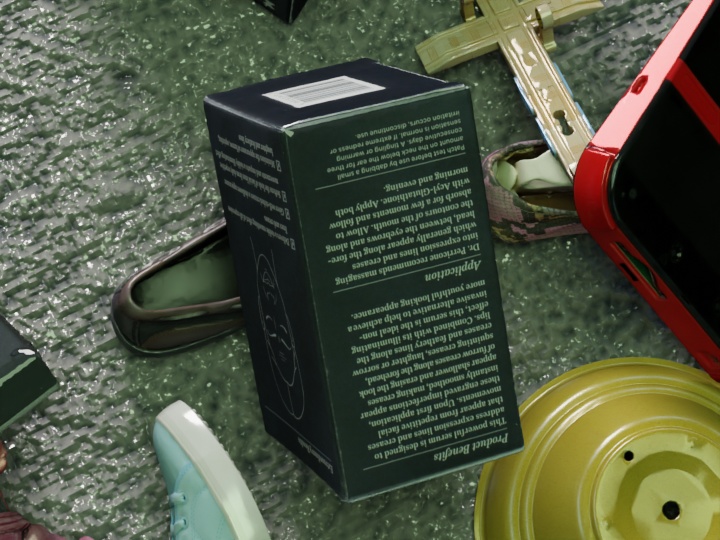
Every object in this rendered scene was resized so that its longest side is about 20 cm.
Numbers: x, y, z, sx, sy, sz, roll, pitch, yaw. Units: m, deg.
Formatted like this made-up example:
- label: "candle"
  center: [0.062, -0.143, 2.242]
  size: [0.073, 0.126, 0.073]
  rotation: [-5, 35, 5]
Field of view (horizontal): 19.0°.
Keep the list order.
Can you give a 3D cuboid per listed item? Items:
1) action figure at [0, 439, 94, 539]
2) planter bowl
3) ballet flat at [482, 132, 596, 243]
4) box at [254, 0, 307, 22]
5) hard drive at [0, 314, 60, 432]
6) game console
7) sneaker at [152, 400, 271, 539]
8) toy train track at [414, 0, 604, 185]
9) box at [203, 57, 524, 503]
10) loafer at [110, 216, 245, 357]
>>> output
- label: "action figure"
  center: [-0.201, 0.190, 1.143]
  size: [0.133, 0.149, 0.202]
  rotation: [-9, 91, -1]
- label: "planter bowl"
  center: [0.167, 0.139, 1.212]
  size: [0.198, 0.084, 0.202]
  rotation: [1, 76, -5]
- label: "ballet flat"
  center: [0.161, -0.057, 1.265]
  size: [0.198, 0.071, 0.070]
  rotation: [-8, 77, -7]
- label: "box"
  center: [-0.063, -0.294, 1.278]
  size: [0.199, 0.123, 0.199]
  rotation: [34, 77, 4]
- label: "hard drive"
  center: [-0.267, 0.092, 1.162]
  size: [0.199, 0.139, 0.033]
  rotation: [-38, 117, -12]
- label: "game console"
  center: [0.217, -0.049, 1.237]
  size: [0.200, 0.031, 0.178]
  rotation: [46, 69, -32]
- label: "sneaker"
  center: [-0.086, 0.173, 1.186]
  size: [0.081, 0.074, 0.201]
  rotation: [-21, 79, -14]
- label: "toy train track"
  center: [0.101, -0.122, 1.254]
  size: [0.114, 0.033, 0.201]
  rotation: [-21, 55, -4]
- label: "box"
  center: [0.000, 0.000, 1.155]
  size: [0.106, 0.148, 0.202]
  rotation: [-14, 105, -17]
- label: "loafer"
  center: [-0.050, -0.007, 1.238]
  size: [0.199, 0.063, 0.072]
  rotation: [-25, 79, -10]
